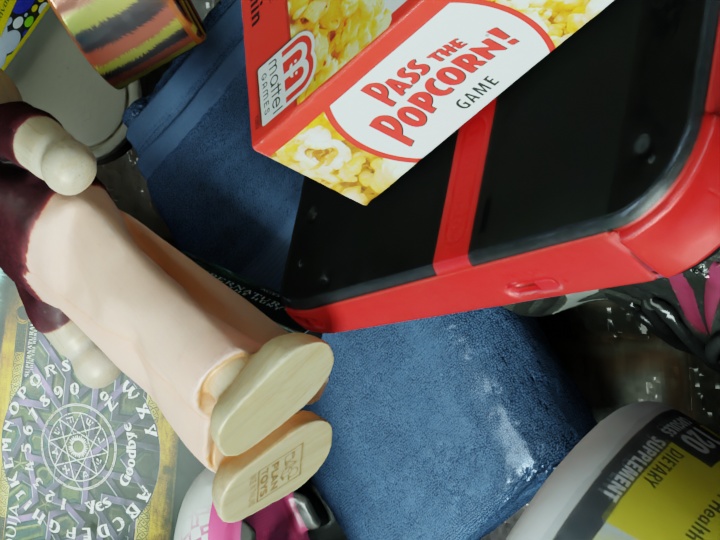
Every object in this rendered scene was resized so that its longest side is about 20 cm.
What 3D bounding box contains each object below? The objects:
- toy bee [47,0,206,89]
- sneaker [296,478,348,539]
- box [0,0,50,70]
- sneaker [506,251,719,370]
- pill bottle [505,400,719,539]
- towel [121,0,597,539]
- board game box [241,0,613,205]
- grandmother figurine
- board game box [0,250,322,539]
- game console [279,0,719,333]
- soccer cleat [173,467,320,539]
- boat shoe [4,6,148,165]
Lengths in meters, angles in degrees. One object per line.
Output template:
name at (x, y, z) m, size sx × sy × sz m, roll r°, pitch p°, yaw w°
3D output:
toy bee at (-0.118, -0.138, 0.828) m, size 0.200 × 0.109 × 0.131 m, roll 38°, pitch 100°, yaw -12°
sneaker at (-0.078, 0.040, 0.971) m, size 0.200 × 0.098 × 0.071 m, roll 35°, pitch 112°, yaw 8°
box at (-0.164, -0.095, 0.947) m, size 0.064 × 0.070 × 0.200 m, roll 34°, pitch 89°, yaw 36°
sneaker at (0.108, 0.006, 0.761) m, size 0.200 × 0.077 × 0.084 m, roll 1°, pitch 104°, yaw 48°
pill bottle at (0.131, 0.131, 0.746) m, size 0.200 × 0.112 × 0.112 m, roll 32°, pitch 124°, yaw 17°
towel at (0.000, 0.000, 0.898) m, size 0.112 × 0.049 × 0.200 m, roll -43°, pitch 70°, yaw 42°
board game box at (0.044, -0.135, 0.743) m, size 0.200 × 0.046 × 0.152 m, roll -39°, pitch 41°, yaw 33°
grandmother figurine at (-0.088, -0.008, 0.830) m, size 0.200 × 0.061 × 0.121 m, roll 44°, pitch 144°, yaw 27°
board game box at (-0.101, 0.081, 0.920) m, size 0.135 × 0.028 × 0.200 m, roll 24°, pitch 111°, yaw 16°
game console at (0.055, -0.084, 0.765) m, size 0.177 × 0.031 × 0.200 m, roll -14°, pitch 57°, yaw 50°
soccer cleat at (-0.049, 0.157, 0.875) m, size 0.086 × 0.070 × 0.200 m, roll -2°, pitch 104°, yaw 27°
boat shoe at (-0.142, -0.104, 1.015) m, size 0.200 × 0.057 × 0.067 m, roll 41°, pitch 91°, yaw 25°
